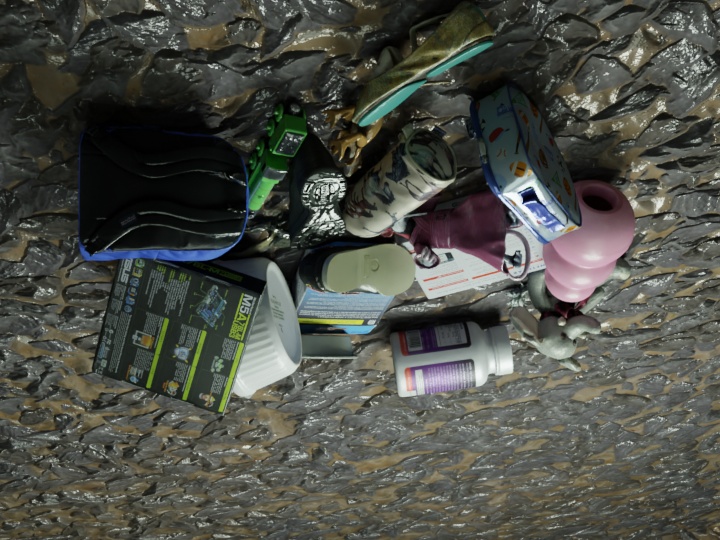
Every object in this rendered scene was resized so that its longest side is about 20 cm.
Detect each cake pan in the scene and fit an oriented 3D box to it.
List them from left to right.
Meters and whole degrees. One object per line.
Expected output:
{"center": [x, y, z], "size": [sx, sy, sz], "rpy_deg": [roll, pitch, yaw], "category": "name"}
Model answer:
{"center": [-0.102, 0.121, 1.736], "size": [0.199, 0.037, 0.200], "rpy_deg": [1, 177, 0], "category": "cake pan"}

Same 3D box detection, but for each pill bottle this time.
{"center": [0.154, 0.147, 1.842], "size": [0.199, 0.112, 0.112], "rpy_deg": [-8, 149, 1], "category": "pill bottle"}

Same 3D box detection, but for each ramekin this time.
{"center": [-0.152, 0.074, 1.563], "size": [0.094, 0.203, 0.203], "rpy_deg": [-14, 149, 8], "category": "ramekin"}

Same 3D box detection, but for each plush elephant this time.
{"center": [0.318, 0.066, 1.700], "size": [0.164, 0.156, 0.200], "rpy_deg": [22, 138, -39], "category": "plush elephant"}

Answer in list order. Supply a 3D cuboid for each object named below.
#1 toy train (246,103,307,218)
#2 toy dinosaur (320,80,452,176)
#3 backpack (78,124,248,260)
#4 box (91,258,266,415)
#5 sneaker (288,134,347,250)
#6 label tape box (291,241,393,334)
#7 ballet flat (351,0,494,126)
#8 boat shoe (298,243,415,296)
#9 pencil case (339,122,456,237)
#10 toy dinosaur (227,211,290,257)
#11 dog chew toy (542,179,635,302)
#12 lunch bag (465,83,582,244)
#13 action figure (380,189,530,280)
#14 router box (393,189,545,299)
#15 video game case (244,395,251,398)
{"center": [-0.115, -0.134, 1.370], "size": [0.041, 0.057, 0.200], "rpy_deg": [7, 146, -23], "category": "toy train"}
{"center": [0.010, -0.187, 1.330], "size": [0.106, 0.061, 0.200], "rpy_deg": [-22, 166, -39], "category": "toy dinosaur"}
{"center": [-0.239, -0.092, 1.322], "size": [0.199, 0.164, 0.168], "rpy_deg": [-1, 177, -11], "category": "backpack"}
{"center": [-0.242, 0.075, 1.435], "size": [0.192, 0.048, 0.201], "rpy_deg": [17, 116, -4], "category": "box"}
{"center": [-0.061, -0.099, 1.406], "size": [0.075, 0.091, 0.200], "rpy_deg": [-10, 150, -17], "category": "sneaker"}
{"center": [-0.029, 0.030, 1.655], "size": [0.142, 0.066, 0.200], "rpy_deg": [2, 153, -16], "category": "label tape box"}
{"center": [0.061, -0.239, 1.232], "size": [0.199, 0.071, 0.071], "rpy_deg": [-30, 143, 31], "category": "ballet flat"}
{"center": [0.000, -0.003, 1.501], "size": [0.063, 0.074, 0.201], "rpy_deg": [9, -173, 42], "category": "boat shoe"}
{"center": [0.041, -0.112, 1.400], "size": [0.078, 0.090, 0.200], "rpy_deg": [-31, 177, -39], "category": "pencil case"}
{"center": [-0.119, -0.054, 1.516], "size": [0.199, 0.048, 0.088], "rpy_deg": [-16, 155, 20], "category": "toy dinosaur"}
{"center": [0.316, -0.033, 1.551], "size": [0.124, 0.125, 0.201], "rpy_deg": [-2, 138, -10], "category": "dog chew toy"}
{"center": [0.205, -0.128, 1.352], "size": [0.075, 0.161, 0.200], "rpy_deg": [-23, 147, 24], "category": "lunch bag"}
{"center": [0.124, -0.063, 1.477], "size": [0.199, 0.135, 0.149], "rpy_deg": [3, 169, 26], "category": "action figure"}
{"center": [0.166, -0.041, 1.595], "size": [0.199, 0.049, 0.180], "rpy_deg": [-15, 148, 12], "category": "router box"}
{"center": [-0.257, 0.107, 1.606], "size": [0.023, 0.200, 0.182], "rpy_deg": [-50, 159, -6], "category": "video game case"}
